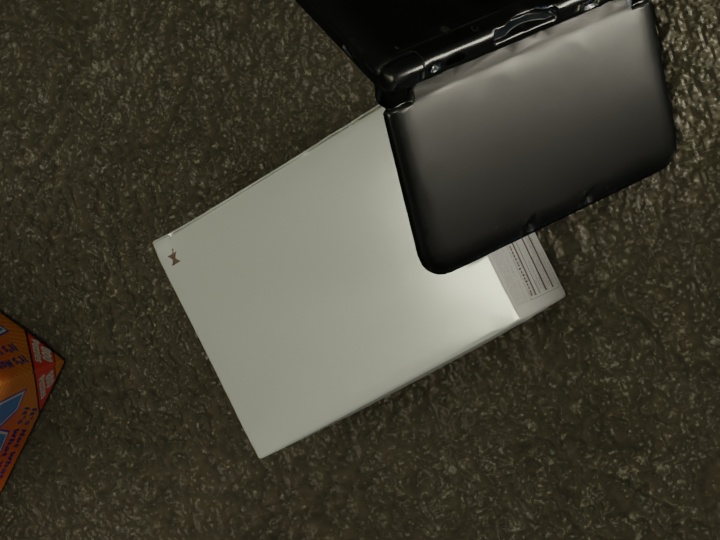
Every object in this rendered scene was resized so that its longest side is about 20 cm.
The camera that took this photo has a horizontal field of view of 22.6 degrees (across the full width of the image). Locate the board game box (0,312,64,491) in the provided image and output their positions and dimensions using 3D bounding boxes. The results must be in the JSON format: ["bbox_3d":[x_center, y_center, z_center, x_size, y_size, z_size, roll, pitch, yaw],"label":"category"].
[{"bbox_3d":[-0.370,0.106,1.255,0.199,0.200,0.201,33,107,15],"label":"board game box"}]

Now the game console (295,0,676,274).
[{"bbox_3d":[0.074,-0.124,1.079,0.176,0.199,0.117,48,149,31],"label":"game console"}]

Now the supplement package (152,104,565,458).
[{"bbox_3d":[0.000,0.000,1.144,0.199,0.111,0.157,-29,85,22],"label":"supplement package"}]
